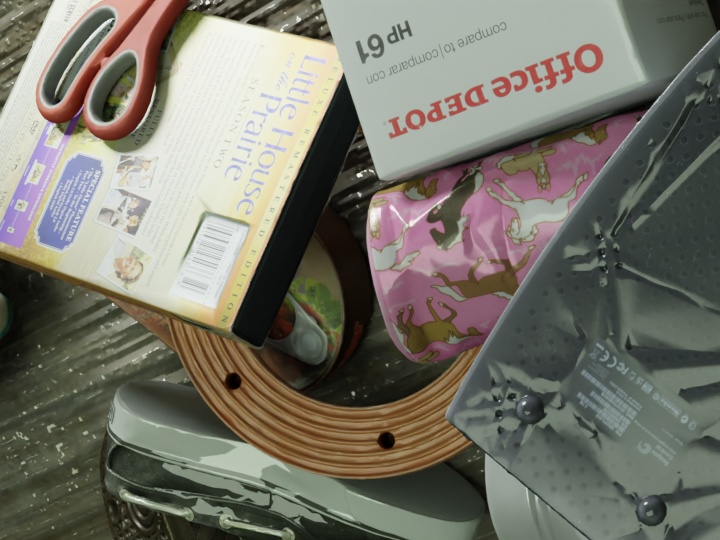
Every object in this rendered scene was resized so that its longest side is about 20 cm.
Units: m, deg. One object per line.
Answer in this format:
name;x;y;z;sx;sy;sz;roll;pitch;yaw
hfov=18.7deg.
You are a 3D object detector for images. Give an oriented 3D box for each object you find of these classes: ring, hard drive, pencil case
ring;0.000;0.000;1.051;0.200;0.019;0.201;0;89;17
hard drive;0.140;0.017;0.875;0.135;0.042;0.200;39;102;19
pencil case;0.101;-0.018;0.961;0.199;0.083;0.087;-14;75;22

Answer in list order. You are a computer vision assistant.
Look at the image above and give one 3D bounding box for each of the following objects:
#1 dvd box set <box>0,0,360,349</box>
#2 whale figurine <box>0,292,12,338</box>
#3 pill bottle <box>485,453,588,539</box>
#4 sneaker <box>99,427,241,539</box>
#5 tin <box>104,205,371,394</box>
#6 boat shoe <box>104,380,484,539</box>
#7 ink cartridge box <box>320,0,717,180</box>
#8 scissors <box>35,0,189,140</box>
dvd box set;-0.098;-0.056;1.055;0.200;0.029;0.147;16;80;37
whale figurine;-0.248;0.005;1.214;0.159;0.104;0.201;18;89;27
pill bottle;0.163;0.087;0.955;0.199;0.116;0.116;-4;103;32
sneaker;-0.071;0.156;1.160;0.200;0.075;0.071;56;139;31
tin;-0.081;-0.017;1.124;0.200;0.042;0.112;38;125;16
boat shoe;-0.035;0.112;1.103;0.199;0.071;0.064;16;112;15
ink cartridge box;0.055;-0.155;0.958;0.144;0.085;0.201;-19;90;34
scissors;-0.089;-0.150;1.060;0.073;0.014;0.200;35;93;41
